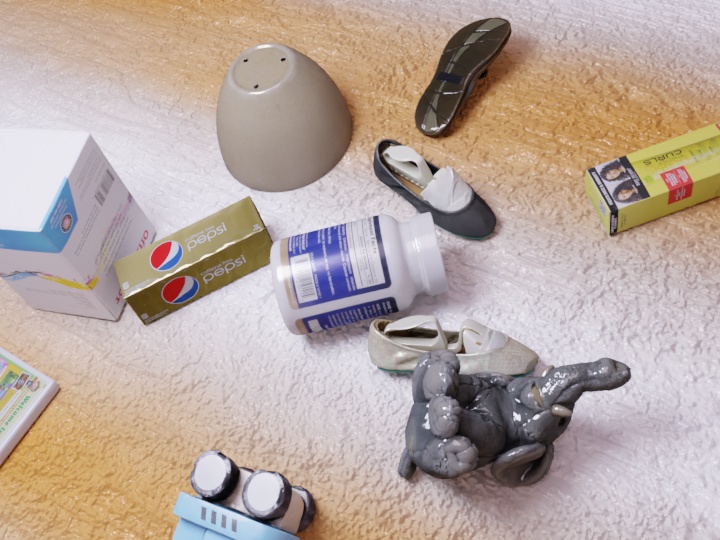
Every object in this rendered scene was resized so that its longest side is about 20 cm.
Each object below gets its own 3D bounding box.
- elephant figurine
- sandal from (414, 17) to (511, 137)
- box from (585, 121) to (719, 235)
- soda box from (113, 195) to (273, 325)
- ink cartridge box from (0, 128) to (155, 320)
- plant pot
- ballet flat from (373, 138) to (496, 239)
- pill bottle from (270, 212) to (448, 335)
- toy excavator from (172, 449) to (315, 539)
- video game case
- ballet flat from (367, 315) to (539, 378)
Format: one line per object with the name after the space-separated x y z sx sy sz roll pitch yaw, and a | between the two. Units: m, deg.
0.153 0.154 0.859 0.195 0.155 0.146 2 91 -16 | elephant figurine
0.145 -0.267 1.177 0.081 0.055 0.203 22 79 32 | sandal
0.378 -0.115 1.018 0.196 0.051 0.076 -18 54 1 | box
-0.211 -0.013 1.083 0.197 0.068 0.065 -27 54 -5 | soda box
-0.384 -0.056 1.072 0.142 0.201 0.149 5 58 18 | ink cartridge box
-0.118 -0.231 1.162 0.195 0.135 0.204 -6 56 9 | plant pot
0.087 -0.109 1.073 0.198 0.069 0.068 33 69 29 | ballet flat
0.000 0.000 0.995 0.195 0.117 0.118 -13 55 4 | pill bottle
-0.165 0.294 0.865 0.190 0.100 0.204 12 69 22 | toy excavator
-0.502 0.188 1.051 0.179 0.022 0.202 22 64 25 | video game case
0.101 0.083 0.940 0.195 0.064 0.068 -1 25 13 | ballet flat
